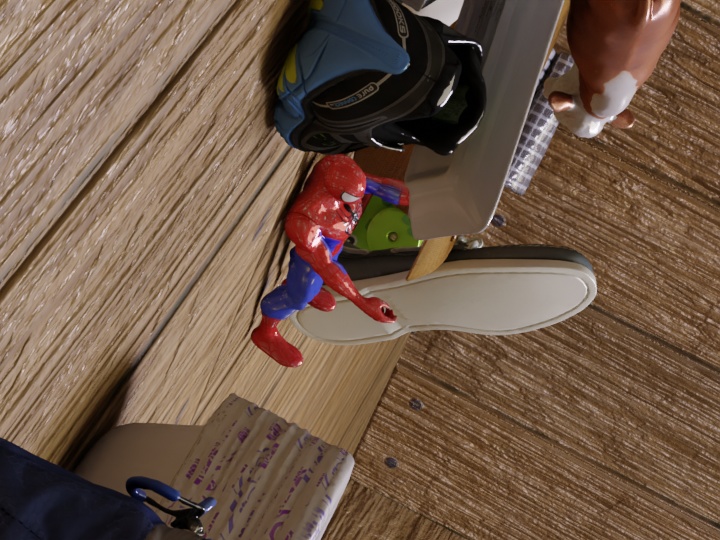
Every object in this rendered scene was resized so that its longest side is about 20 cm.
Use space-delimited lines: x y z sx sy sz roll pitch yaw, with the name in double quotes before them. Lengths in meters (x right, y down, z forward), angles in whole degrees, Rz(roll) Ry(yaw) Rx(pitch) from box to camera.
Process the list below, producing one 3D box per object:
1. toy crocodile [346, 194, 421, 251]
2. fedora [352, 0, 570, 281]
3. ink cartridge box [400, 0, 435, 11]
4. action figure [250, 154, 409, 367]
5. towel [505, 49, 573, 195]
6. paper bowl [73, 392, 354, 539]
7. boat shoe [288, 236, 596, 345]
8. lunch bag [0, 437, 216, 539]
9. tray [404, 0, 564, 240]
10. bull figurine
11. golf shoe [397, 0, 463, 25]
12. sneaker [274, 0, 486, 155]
"toy crocodile" 0.034 -0.065 1.845 0.200 0.062 0.068 -59 178 20
"fedora" 0.049 -0.095 1.561 0.201 0.082 0.201 -63 177 -7
"ink cartridge box" 0.066 -0.211 1.133 0.200 0.044 0.094 -63 169 27
"action figure" 0.000 0.000 1.488 0.065 0.099 0.200 -62 174 -25
"towel" 0.185 -0.167 2.986 0.166 0.086 0.200 -62 177 3
"paper bowl" -0.090 0.145 1.148 0.201 0.104 0.201 -63 176 -8
"boat shoe" 0.050 0.000 1.653 0.073 0.200 0.062 53 39 -44
"lunch bag" -0.100 0.148 0.802 0.200 0.132 0.136 -61 176 -16
"tray" 0.063 -0.112 1.210 0.107 0.022 0.200 176 -66 -74
"bull figurine" 0.151 -0.159 1.610 0.200 0.065 0.122 119 -29 -72
"golf shoe" 0.086 -0.162 1.330 0.200 0.094 0.078 -47 -174 29
"sneaker" 0.011 -0.075 1.158 0.071 0.083 0.200 -63 178 -2
